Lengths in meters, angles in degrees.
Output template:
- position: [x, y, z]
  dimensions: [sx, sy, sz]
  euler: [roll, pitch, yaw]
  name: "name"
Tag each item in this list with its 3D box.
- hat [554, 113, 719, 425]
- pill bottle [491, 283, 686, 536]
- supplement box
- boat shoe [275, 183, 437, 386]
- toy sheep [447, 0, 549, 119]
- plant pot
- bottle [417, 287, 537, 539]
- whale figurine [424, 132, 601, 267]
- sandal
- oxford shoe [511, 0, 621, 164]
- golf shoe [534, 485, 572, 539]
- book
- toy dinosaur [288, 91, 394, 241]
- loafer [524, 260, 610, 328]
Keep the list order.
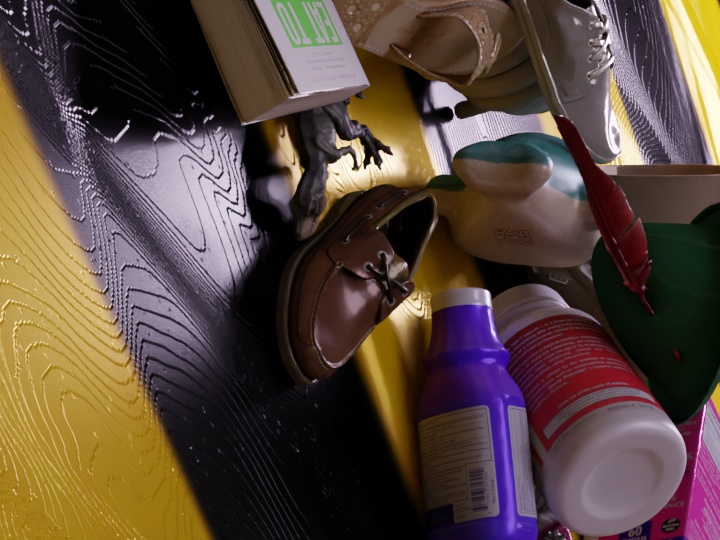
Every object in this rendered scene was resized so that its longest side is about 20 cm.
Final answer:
- position: [0.183, 0.003, 1.407]
  dimensions: [0.166, 0.175, 0.201]
  euler: [-175, -83, -78]
  name: "hat"
- position: [0.160, 0.101, 1.423]
  dimensions: [0.112, 0.112, 0.200]
  euler: [52, 6, -40]
  name: "pill bottle"
- position: [0.276, 0.216, 1.672]
  dimensions: [0.104, 0.101, 0.200]
  euler: [60, 31, -28]
  name: "supplement box"
- position: [0.000, 0.000, 1.277]
  dimensions: [0.072, 0.068, 0.200]
  euler: [62, 32, -30]
  name: "boat shoe"
- position: [0.114, -0.197, 1.514]
  dimensions: [0.200, 0.137, 0.139]
  euler: [44, 41, -46]
  name: "toy sheep"
- position: [0.278, 0.006, 1.714]
  dimensions: [0.187, 0.186, 0.201]
  euler: [-12, 102, -63]
  name: "plant pot"
- position: [0.083, 0.115, 1.369]
  dimensions: [0.065, 0.083, 0.201]
  euler: [14, 65, -46]
  name: "bottle"
- position: [0.128, -0.071, 1.454]
  dimensions: [0.200, 0.158, 0.104]
  euler: [49, 49, -67]
  name: "whale figurine"
- position: [0.058, -0.163, 1.363]
  dimensions: [0.211, 0.078, 0.070]
  euler: [9, 40, -45]
  name: "sandal"
- position: [0.169, -0.173, 1.431]
  dimensions: [0.201, 0.057, 0.075]
  euler: [67, 32, -21]
  name: "oxford shoe"
- position: [0.133, 0.201, 1.461]
  dimensions: [0.201, 0.075, 0.092]
  euler: [-78, 173, -48]
  name: "golf shoe"
- position: [-0.072, -0.204, 1.236]
  dimensions: [0.201, 0.048, 0.133]
  euler: [65, 27, 1]
  name: "book"
- position: [-0.024, -0.116, 1.313]
  dimensions: [0.088, 0.047, 0.201]
  euler: [19, 58, -51]
  name: "toy dinosaur"
- position: [0.167, -0.019, 1.613]
  dimensions: [0.200, 0.067, 0.076]
  euler: [51, 35, -15]
  name: "loafer"
